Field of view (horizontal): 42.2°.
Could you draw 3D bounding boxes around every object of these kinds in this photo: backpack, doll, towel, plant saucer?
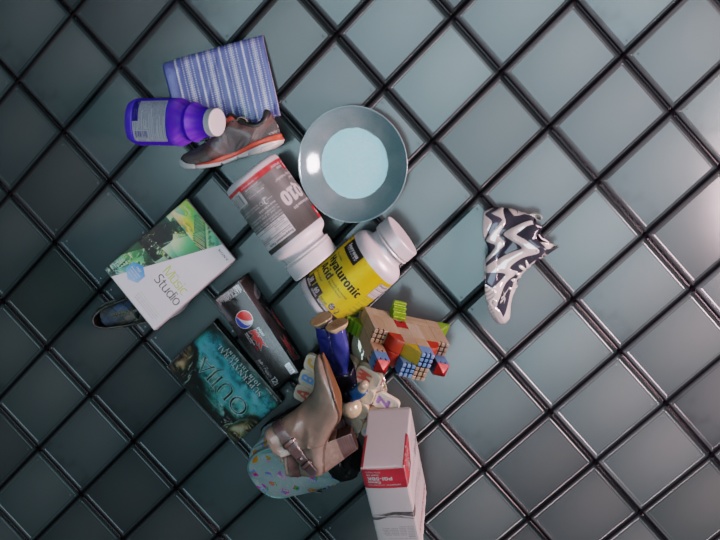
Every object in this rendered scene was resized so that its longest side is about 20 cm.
[{"bbox_3d":[-0.112,0.332,1.710,0.197,0.127,0.169,-18,109,27],"label":"backpack"},{"bbox_3d":[-0.033,0.176,1.625,0.135,0.048,0.204,17,129,42],"label":"doll"},{"bbox_3d":[-0.249,-0.323,1.671,0.195,0.024,0.148,-13,97,9],"label":"towel"},{"bbox_3d":[-0.012,-0.189,1.649,0.196,0.039,0.206,2,101,8],"label":"plant saucer"}]

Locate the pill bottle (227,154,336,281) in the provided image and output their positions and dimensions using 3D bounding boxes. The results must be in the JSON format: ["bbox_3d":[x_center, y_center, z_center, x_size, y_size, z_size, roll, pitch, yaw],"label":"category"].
[{"bbox_3d":[-0.136,-0.092,1.649,0.113,0.114,0.202,-35,95,14],"label":"pill bottle"}]

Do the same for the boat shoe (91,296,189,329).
[{"bbox_3d":[-0.412,0.073,1.754,0.196,0.057,0.070,-16,98,12],"label":"boat shoe"}]

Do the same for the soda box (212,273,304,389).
[{"bbox_3d":[-0.184,0.111,1.718,0.063,0.071,0.202,-31,95,14],"label":"soda box"}]

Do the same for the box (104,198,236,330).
[{"bbox_3d":[-0.346,-0.011,1.709,0.199,0.036,0.145,-41,93,-5],"label":"box"}]

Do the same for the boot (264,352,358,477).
[{"bbox_3d":[-0.094,0.256,1.586,0.143,0.070,0.204,-18,97,8],"label":"boot"}]

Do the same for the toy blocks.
[{"bbox_3d":[0.080,0.133,1.610,0.196,0.137,0.102,13,114,-23],"label":"toy blocks"}]

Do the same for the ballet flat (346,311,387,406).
[{"bbox_3d":[0.004,0.175,1.706,0.074,0.064,0.205,-11,100,10],"label":"ballet flat"}]

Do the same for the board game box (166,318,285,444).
[{"bbox_3d":[-0.256,0.212,1.772,0.135,0.028,0.201,-41,93,13],"label":"board game box"}]

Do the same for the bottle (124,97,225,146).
[{"bbox_3d":[-0.325,-0.261,1.637,0.196,0.065,0.086,5,98,31],"label":"bottle"}]

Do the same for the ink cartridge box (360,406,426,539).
[{"bbox_3d":[0.061,0.370,1.661,0.081,0.148,0.204,-5,123,11],"label":"ink cartridge box"}]

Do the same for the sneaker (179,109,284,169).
[{"bbox_3d":[-0.233,-0.235,1.655,0.196,0.077,0.084,-15,99,9],"label":"sneaker"}]

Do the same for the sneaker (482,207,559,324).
[{"bbox_3d":[0.281,-0.009,1.617,0.127,0.079,0.205,-2,91,18],"label":"sneaker"}]

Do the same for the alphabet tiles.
[{"bbox_3d":[-0.028,0.237,1.705,0.193,0.015,0.203,28,128,9],"label":"alphabet tiles"}]

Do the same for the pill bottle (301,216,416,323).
[{"bbox_3d":[0.000,0.000,1.648,0.199,0.111,0.112,-40,93,13],"label":"pill bottle"}]
